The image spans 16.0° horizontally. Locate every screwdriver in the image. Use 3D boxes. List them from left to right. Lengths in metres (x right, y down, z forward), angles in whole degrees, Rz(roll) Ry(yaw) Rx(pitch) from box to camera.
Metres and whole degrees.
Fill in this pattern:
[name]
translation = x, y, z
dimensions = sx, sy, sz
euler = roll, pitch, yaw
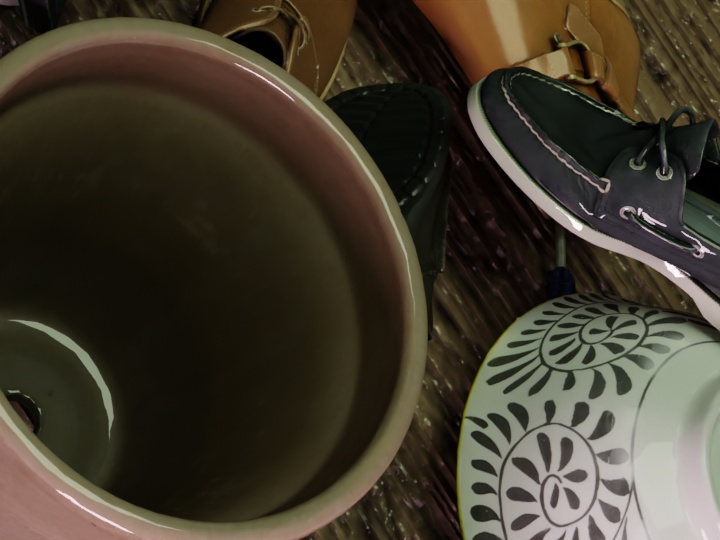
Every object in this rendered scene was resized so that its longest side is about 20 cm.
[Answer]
[screwdriver]
translation = 0.091, -0.015, 1.198
dimensions = 0.029, 0.028, 0.201
euler = 34, 47, -49

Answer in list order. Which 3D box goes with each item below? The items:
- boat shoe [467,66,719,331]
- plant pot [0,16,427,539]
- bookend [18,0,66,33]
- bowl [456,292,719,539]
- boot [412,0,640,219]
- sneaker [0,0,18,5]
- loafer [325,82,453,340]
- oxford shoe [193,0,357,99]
[boat shoe]
translation = 0.139, -0.034, 1.093
dimensions = 0.199, 0.066, 0.075
euler = 39, 38, 0
[plant pot]
translation = -0.099, 0.032, 0.965
dimensions = 0.199, 0.175, 0.202
euler = 13, 62, -25
[bookend]
translation = -0.184, -0.207, 0.953
dimensions = 0.198, 0.092, 0.200
euler = 10, 57, 9
[bowl]
translation = 0.146, 0.097, 1.114
dimensions = 0.200, 0.094, 0.202
euler = 14, 67, -37
[boot]
translation = 0.062, -0.103, 1.161
dimensions = 0.199, 0.074, 0.156
euler = 10, 61, -41
[sneaker]
translation = -0.085, -0.205, 1.100
dimensions = 0.081, 0.146, 0.200
euler = 50, 52, -2
[loafer]
translation = 0.000, 0.000, 1.116
dimensions = 0.072, 0.072, 0.201
euler = 2, 48, 15
[oxford shoe]
translation = -0.041, -0.097, 1.125
dimensions = 0.071, 0.071, 0.201
euler = 36, 49, -9
